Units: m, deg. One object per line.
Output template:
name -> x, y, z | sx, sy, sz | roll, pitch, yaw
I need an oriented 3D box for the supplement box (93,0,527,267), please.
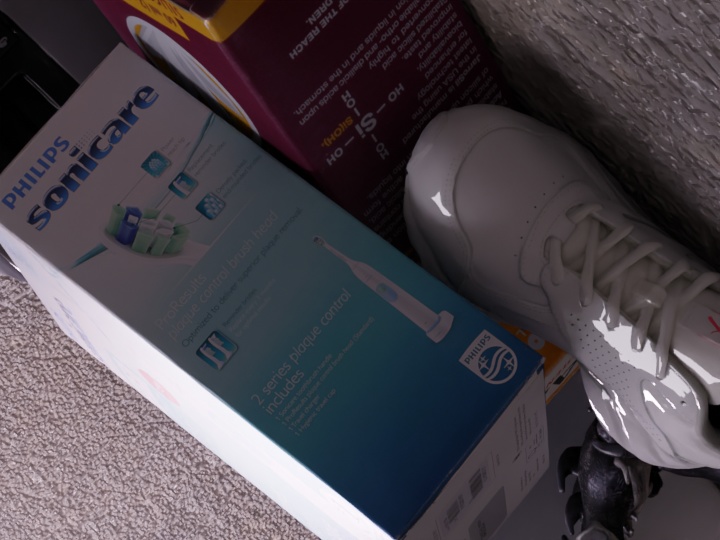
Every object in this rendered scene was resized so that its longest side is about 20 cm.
supplement box -> -0.018, -0.079, 0.822 | 0.110, 0.086, 0.200 | 34, 167, 40

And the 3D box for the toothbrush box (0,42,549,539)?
toothbrush box -> -0.031, 0.026, 0.827 | 0.200, 0.085, 0.146 | 38, 168, 16

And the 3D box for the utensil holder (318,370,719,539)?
utensil holder -> 0.071, 0.157, 1.137 | 0.170, 0.200, 0.170 | 40, 169, 9

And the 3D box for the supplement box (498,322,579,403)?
supplement box -> 0.000, 0.000, 0.973 | 0.200, 0.126, 0.074 | 40, 168, 13

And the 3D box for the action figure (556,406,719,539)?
action figure -> 0.138, 0.126, 0.986 | 0.102, 0.200, 0.119 | 7, 141, -3

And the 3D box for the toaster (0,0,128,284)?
toaster -> -0.137, -0.097, 0.940 | 0.119, 0.181, 0.200 | 44, 169, -15

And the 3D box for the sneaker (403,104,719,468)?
sneaker -> 0.101, 0.007, 0.799 | 0.200, 0.078, 0.099 | 38, 167, -30
